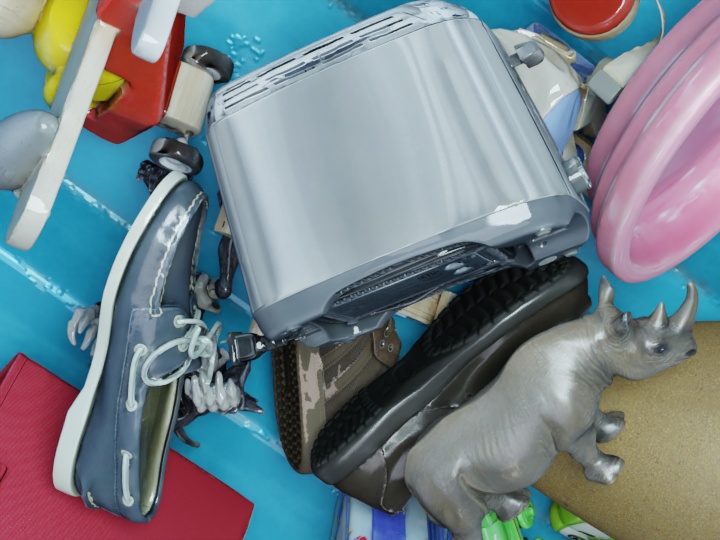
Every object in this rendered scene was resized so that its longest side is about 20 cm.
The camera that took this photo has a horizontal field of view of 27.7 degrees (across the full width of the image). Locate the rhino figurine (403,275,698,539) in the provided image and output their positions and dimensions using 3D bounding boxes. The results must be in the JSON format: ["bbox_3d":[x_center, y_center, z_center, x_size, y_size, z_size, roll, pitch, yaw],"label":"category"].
[{"bbox_3d":[0.107,0.075,0.791,0.087,0.060,0.200,40,108,-20],"label":"rhino figurine"}]

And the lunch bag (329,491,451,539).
[{"bbox_3d":[0.014,0.223,0.912,0.082,0.200,0.161,5,115,-2],"label":"lunch bag"}]

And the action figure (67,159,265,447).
[{"bbox_3d":[-0.114,0.036,0.880,0.119,0.102,0.200,16,116,10],"label":"action figure"}]

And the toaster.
[{"bbox_3d":[0.008,-0.044,0.727,0.200,0.114,0.129,-22,77,15],"label":"toaster"}]

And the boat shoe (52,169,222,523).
[{"bbox_3d":[-0.112,0.045,0.792,0.062,0.075,0.200,23,103,13],"label":"boat shoe"}]

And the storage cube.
[{"bbox_3d":[-0.200,0.192,0.893,0.180,0.200,0.171,36,136,-14],"label":"storage cube"}]

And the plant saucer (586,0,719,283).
[{"bbox_3d":[0.190,-0.084,0.785,0.051,0.200,0.201,44,115,24],"label":"plant saucer"}]

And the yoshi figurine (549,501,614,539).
[{"bbox_3d":[0.212,0.210,0.954,0.200,0.112,0.112,20,121,-5],"label":"yoshi figurine"}]

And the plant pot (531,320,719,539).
[{"bbox_3d":[0.204,0.103,0.876,0.200,0.186,0.187,14,116,11],"label":"plant pot"}]

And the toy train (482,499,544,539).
[{"bbox_3d":[0.081,0.147,0.934,0.042,0.056,0.200,-12,105,31],"label":"toy train"}]

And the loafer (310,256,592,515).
[{"bbox_3d":[0.062,0.068,0.861,0.200,0.073,0.071,-40,107,8],"label":"loafer"}]

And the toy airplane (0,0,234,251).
[{"bbox_3d":[-0.138,-0.131,0.745,0.141,0.200,0.199,16,116,-2],"label":"toy airplane"}]

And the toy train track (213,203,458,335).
[{"bbox_3d":[0.000,0.000,0.840,0.200,0.033,0.115,25,80,-45],"label":"toy train track"}]

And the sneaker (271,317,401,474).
[{"bbox_3d":[-0.014,0.028,0.904,0.075,0.070,0.200,-9,115,-24],"label":"sneaker"}]

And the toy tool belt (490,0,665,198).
[{"bbox_3d":[0.090,-0.089,0.822,0.125,0.123,0.200,44,105,16],"label":"toy tool belt"}]
